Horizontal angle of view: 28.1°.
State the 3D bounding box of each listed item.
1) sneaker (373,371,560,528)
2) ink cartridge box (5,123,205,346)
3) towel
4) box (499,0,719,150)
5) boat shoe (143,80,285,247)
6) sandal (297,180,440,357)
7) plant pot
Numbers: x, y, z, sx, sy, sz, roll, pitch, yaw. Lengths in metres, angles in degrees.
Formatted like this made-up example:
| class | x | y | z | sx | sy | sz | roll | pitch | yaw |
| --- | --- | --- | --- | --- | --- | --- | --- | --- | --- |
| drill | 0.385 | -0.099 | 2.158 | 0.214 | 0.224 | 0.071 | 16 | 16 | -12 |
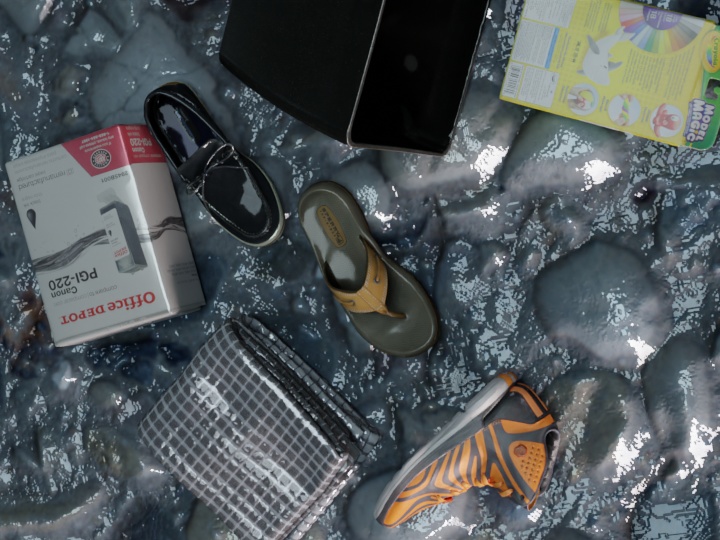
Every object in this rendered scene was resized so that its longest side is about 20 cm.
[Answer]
| class | x | y | z | sx | sy | sz | roll | pitch | yaw |
| --- | --- | --- | --- | --- | --- | --- | --- | --- | --- |
| sneaker | 0.108 | 0.200 | 1.368 | 0.112 | 0.078 | 0.200 | 47 | 107 | 11 |
| ink cartridge box | -0.261 | -0.036 | 1.472 | 0.146 | 0.085 | 0.200 | -16 | 91 | 20 |
| towel | -0.106 | 0.167 | 1.435 | 0.200 | 0.086 | 0.166 | 44 | 107 | 11 |
| box | 0.239 | -0.186 | 1.308 | 0.200 | 0.048 | 0.117 | 18 | 100 | 19 |
| boat shoe | -0.151 | -0.105 | 1.440 | 0.075 | 0.062 | 0.200 | -38 | 84 | 16 |
| sandal | 0.000 | 0.000 | 1.400 | 0.082 | 0.055 | 0.200 | -32 | 84 | 19 |
| plant pot | -0.011 | -0.229 | 1.321 | 0.177 | 0.199 | 0.200 | 21 | 101 | 27 |
